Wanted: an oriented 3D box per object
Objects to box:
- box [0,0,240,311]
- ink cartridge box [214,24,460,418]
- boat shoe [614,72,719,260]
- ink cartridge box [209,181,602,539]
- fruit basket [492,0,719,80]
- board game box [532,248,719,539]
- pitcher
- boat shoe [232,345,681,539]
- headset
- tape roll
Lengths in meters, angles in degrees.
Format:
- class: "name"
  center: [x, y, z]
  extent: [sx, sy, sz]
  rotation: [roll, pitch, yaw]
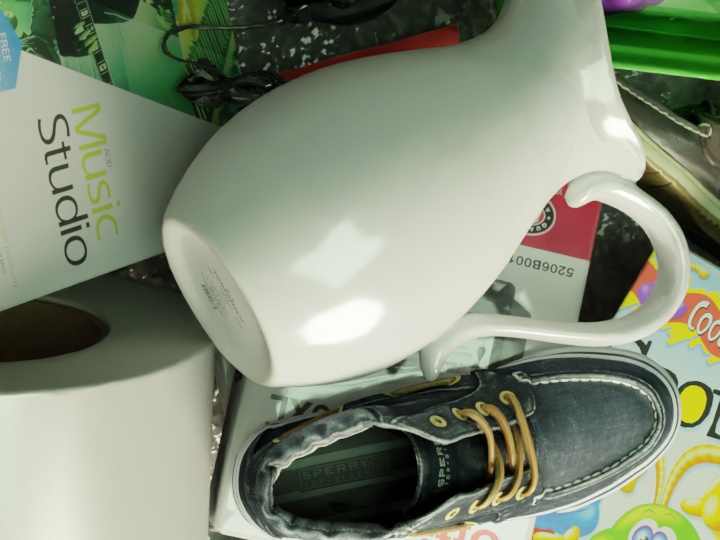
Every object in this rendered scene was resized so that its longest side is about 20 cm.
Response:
- class: "box"
  center: [-0.122, -0.071, 0.944]
  extent: [0.200, 0.036, 0.145]
  rotation: [-24, 106, -54]
- class: "ink cartridge box"
  center: [0.000, 0.000, 1.069]
  extent: [0.160, 0.050, 0.201]
  rotation: [-16, 111, -12]
- class: "boat shoe"
  center: [0.174, -0.053, 1.099]
  extent: [0.201, 0.072, 0.066]
  rotation: [36, 83, -23]
- class: "ink cartridge box"
  center: [0.019, 0.037, 1.012]
  extent: [0.145, 0.083, 0.201]
  rotation: [12, 86, -7]
- class: "fruit basket"
  center: [0.168, -0.160, 0.994]
  extent: [0.215, 0.216, 0.156]
  rotation: [4, 103, -18]
- class: "board game box"
  center: [0.147, 0.097, 1.089]
  extent: [0.103, 0.105, 0.200]
  rotation: [31, 95, 14]
- class: "pitcher"
  center: [0.034, -0.016, 0.920]
  extent: [0.200, 0.121, 0.172]
  rotation: [-32, 96, -20]
- class: "boat shoe"
  center: [0.048, 0.079, 0.926]
  extent: [0.199, 0.091, 0.071]
  rotation: [-12, 91, -8]
- class: "headset"
  center: [-0.017, -0.153, 0.982]
  extent: [0.124, 0.094, 0.200]
  rotation: [44, 71, -33]
- class: "tape roll"
  center: [-0.164, 0.087, 0.959]
  extent: [0.202, 0.203, 0.140]
  rotation: [-2, 106, -17]
